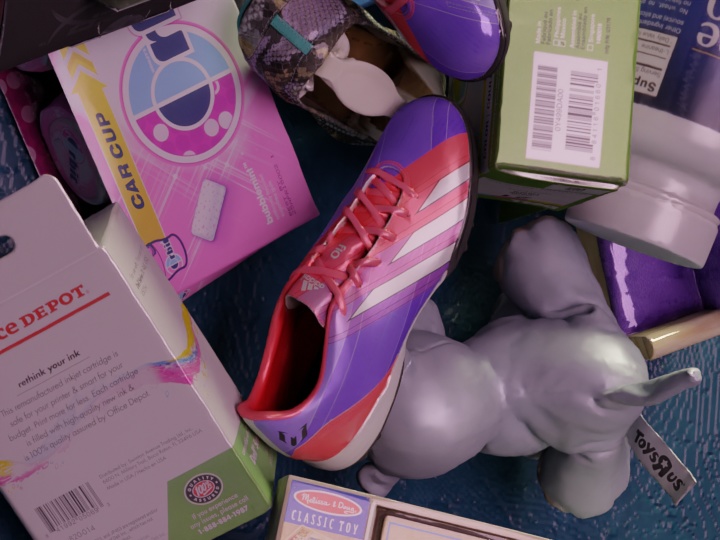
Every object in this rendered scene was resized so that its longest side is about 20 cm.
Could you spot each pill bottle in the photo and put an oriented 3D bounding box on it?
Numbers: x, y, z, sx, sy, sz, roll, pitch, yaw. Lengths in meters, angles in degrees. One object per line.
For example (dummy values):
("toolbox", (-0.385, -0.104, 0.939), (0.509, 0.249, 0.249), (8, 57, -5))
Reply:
("pill bottle", (0.185, -0.108, 1.326), (0.111, 0.111, 0.201), (21, 88, -31))

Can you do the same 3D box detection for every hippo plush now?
("hippo plush", (0.068, 0.080, 1.312), (0.160, 0.200, 0.160), (-13, 126, -16))

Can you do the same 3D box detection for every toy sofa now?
("toy sofa", (0.172, -0.054, 1.416), (0.083, 0.097, 0.201), (-16, 97, -34))

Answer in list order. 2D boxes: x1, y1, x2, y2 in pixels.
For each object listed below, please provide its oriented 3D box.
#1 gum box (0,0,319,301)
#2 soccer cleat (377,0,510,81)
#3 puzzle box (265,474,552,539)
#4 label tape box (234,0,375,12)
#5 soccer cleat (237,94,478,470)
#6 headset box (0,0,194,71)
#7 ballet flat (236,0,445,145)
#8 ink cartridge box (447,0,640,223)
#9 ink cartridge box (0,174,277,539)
("gum box", (-0.112, -0.084, 1.241), (0.113, 0.066, 0.201), (-30, 104, -33))
("soccer cleat", (-0.002, -0.174, 1.201), (0.073, 0.068, 0.200), (-22, 75, -48))
("puzzle box", (0.042, 0.187, 1.181), (0.199, 0.025, 0.134), (14, 75, -13))
("label tape box", (-0.040, -0.234, 1.301), (0.144, 0.063, 0.201), (-24, 101, -34))
("soccer cleat", (0.000, 0.000, 1.209), (0.073, 0.068, 0.201), (27, 83, -49))
("headset box", (-0.152, -0.190, 1.150), (0.148, 0.075, 0.200), (-24, 60, -32))
("ballet flat", (0.006, -0.096, 1.278), (0.200, 0.072, 0.072), (22, 73, -60))
("ink cartridge box", (0.082, -0.108, 1.314), (0.075, 0.200, 0.149), (7, 83, -15))
("ink cartridge box", (-0.139, 0.049, 1.181), (0.117, 0.067, 0.201), (-27, 108, 12))
